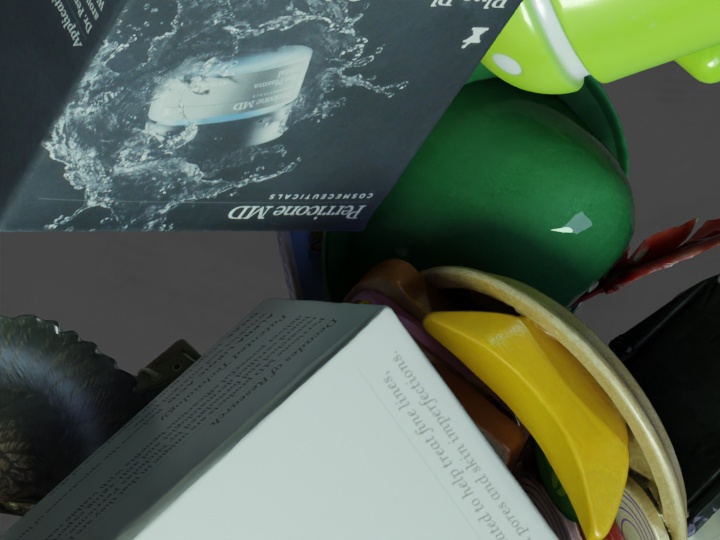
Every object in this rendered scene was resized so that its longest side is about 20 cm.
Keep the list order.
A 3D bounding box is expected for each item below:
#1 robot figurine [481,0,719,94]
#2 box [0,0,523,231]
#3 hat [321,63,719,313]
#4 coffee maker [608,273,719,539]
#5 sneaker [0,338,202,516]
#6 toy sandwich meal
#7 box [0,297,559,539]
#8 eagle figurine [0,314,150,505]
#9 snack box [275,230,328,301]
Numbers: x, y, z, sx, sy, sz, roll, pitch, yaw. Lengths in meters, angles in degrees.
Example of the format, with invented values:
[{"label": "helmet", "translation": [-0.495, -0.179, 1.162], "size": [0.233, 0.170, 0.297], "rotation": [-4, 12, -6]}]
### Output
[{"label": "robot figurine", "translation": [0.123, -0.150, 1.282], "size": [0.199, 0.116, 0.175], "rotation": [-18, 160, 16]}, {"label": "box", "translation": [-0.051, -0.121, 1.194], "size": [0.196, 0.118, 0.200], "rotation": [-1, 141, -37]}, {"label": "hat", "translation": [0.102, -0.007, 1.309], "size": [0.165, 0.176, 0.200], "rotation": [32, 93, -36]}, {"label": "coffee maker", "translation": [0.213, 0.104, 1.408], "size": [0.191, 0.135, 0.200], "rotation": [-26, 139, 9]}, {"label": "sneaker", "translation": [-0.099, 0.078, 1.377], "size": [0.199, 0.067, 0.090], "rotation": [5, 78, 2]}, {"label": "toy sandwich meal", "translation": [0.060, 0.082, 1.291], "size": [0.070, 0.205, 0.206], "rotation": [-36, 123, -28]}, {"label": "box", "translation": [-0.029, 0.149, 1.214], "size": [0.200, 0.131, 0.199], "rotation": [-41, 107, -19]}, {"label": "eagle figurine", "translation": [-0.209, 0.091, 1.279], "size": [0.199, 0.152, 0.152], "rotation": [4, 90, -29]}, {"label": "snack box", "translation": [0.000, 0.000, 1.386], "size": [0.072, 0.024, 0.201], "rotation": [-15, 119, -8]}]
